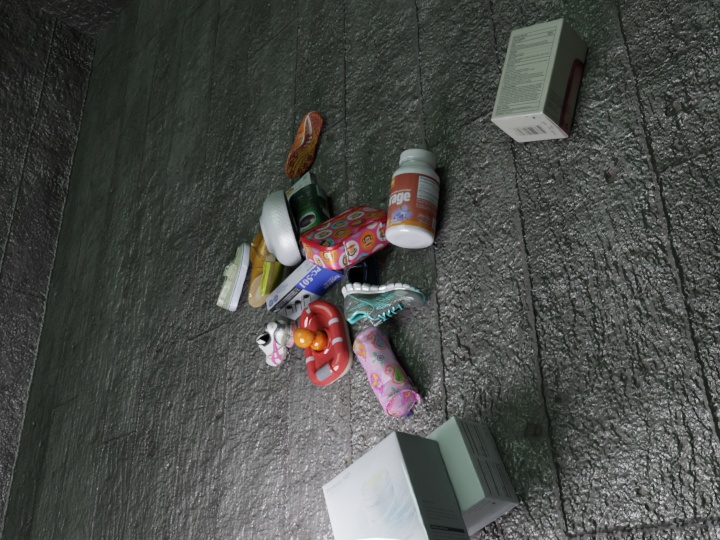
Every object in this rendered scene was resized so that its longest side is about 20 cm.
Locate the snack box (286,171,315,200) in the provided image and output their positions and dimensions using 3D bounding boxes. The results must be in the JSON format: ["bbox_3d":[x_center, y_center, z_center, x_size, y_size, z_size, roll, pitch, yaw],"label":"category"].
[{"bbox_3d":[-0.199,-0.194,1.978,0.199,0.024,0.073,-38,49,30],"label":"snack box"}]

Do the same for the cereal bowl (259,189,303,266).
[{"bbox_3d":[-0.212,-0.104,1.814,0.082,0.202,0.203,-16,53,-1],"label":"cereal bowl"}]

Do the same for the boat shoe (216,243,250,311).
[{"bbox_3d":[-0.370,0.014,2.027,0.072,0.061,0.204,159,124,-69],"label":"boat shoe"}]

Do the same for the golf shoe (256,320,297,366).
[{"bbox_3d":[-0.219,0.178,1.742,0.201,0.090,0.074,119,156,-52],"label":"golf shoe"}]

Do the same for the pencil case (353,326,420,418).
[{"bbox_3d":[0.053,0.215,1.477,0.088,0.087,0.201,-50,44,19],"label":"pencil case"}]

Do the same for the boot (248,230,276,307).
[{"bbox_3d":[-0.285,-0.007,1.966,0.143,0.070,0.205,24,93,59],"label":"boot"}]

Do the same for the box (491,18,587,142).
[{"bbox_3d":[0.358,-0.375,1.387,0.126,0.108,0.204,5,76,48],"label":"box"}]

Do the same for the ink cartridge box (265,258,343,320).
[{"bbox_3d":[-0.143,0.042,1.756,0.200,0.093,0.045,-42,46,27],"label":"ink cartridge box"}]

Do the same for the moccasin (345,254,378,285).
[{"bbox_3d":[0.000,0.000,1.639,0.080,0.068,0.202,-42,46,26],"label":"moccasin"}]

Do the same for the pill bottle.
[{"bbox_3d":[0.119,-0.161,1.549,0.111,0.111,0.204,-11,65,44],"label":"pill bottle"}]

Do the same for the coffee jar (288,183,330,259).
[{"bbox_3d":[-0.121,-0.121,1.809,0.103,0.085,0.203,-28,52,17],"label":"coffee jar"}]

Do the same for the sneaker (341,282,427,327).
[{"bbox_3d":[0.050,0.080,1.515,0.196,0.078,0.093,-2,69,23],"label":"sneaker"}]

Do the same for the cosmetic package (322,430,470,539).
[{"bbox_3d":[0.057,0.418,1.180,0.199,0.122,0.202,-43,44,26],"label":"cosmetic package"}]

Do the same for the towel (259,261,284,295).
[{"bbox_3d":[-0.229,0.019,1.807,0.018,0.200,0.088,12,91,5],"label":"towel"}]

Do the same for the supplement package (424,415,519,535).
[{"bbox_3d":[0.158,0.393,1.257,0.200,0.110,0.158,-44,46,26],"label":"supplement package"}]

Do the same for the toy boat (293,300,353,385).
[{"bbox_3d":[-0.104,0.162,1.632,0.130,0.129,0.203,-37,49,29],"label":"toy boat"}]

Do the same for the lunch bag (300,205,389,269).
[{"bbox_3d":[-0.038,-0.082,1.637,0.198,0.083,0.175,-29,28,-26],"label":"lunch bag"}]

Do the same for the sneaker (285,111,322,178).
[{"bbox_3d":[-0.162,-0.358,1.993,0.203,0.072,0.077,-66,19,-4],"label":"sneaker"}]
